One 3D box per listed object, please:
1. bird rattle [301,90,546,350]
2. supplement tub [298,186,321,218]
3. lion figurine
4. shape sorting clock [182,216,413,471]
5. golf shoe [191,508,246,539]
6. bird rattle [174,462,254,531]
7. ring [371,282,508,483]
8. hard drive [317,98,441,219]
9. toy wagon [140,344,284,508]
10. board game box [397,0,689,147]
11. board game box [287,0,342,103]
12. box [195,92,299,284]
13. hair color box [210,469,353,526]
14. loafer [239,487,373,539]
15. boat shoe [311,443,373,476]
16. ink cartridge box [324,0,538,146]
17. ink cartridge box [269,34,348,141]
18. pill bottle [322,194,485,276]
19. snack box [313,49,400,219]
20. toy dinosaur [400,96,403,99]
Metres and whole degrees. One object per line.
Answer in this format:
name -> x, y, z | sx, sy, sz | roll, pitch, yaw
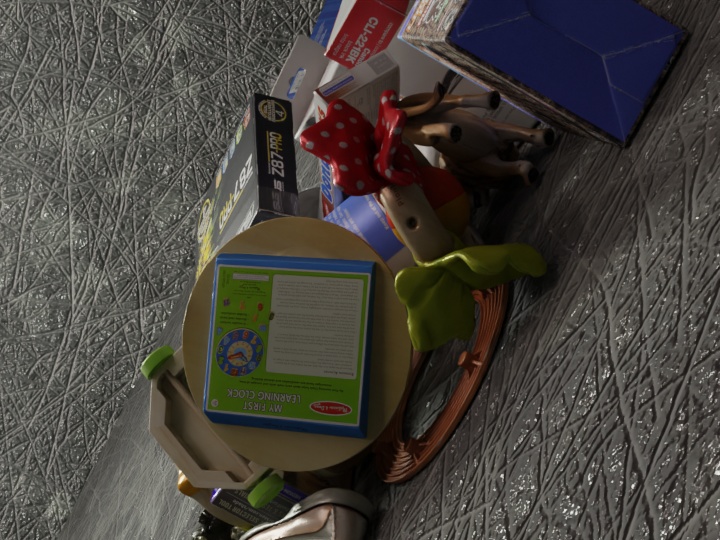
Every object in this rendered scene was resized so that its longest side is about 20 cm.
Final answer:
bird rattle -> 0.039, -0.044, 1.057 | 0.113, 0.200, 0.163 | -40, 1, 12
supplement tub -> -0.061, 0.013, 1.502 | 0.200, 0.144, 0.145 | -43, 22, 57
lion figurine -> 0.079, -0.113, 1.172 | 0.122, 0.200, 0.073 | 11, 75, 42
shape sorting clock -> -0.051, 0.058, 1.107 | 0.201, 0.199, 0.039 | -61, -21, 6
golf shoe -> -0.161, 0.322, 1.461 | 0.201, 0.077, 0.088 | -57, -7, 11
bird rattle -> -0.106, 0.182, 1.317 | 0.112, 0.163, 0.201 | -32, 36, 30
ring -> 0.060, 0.080, 1.146 | 0.201, 0.019, 0.201 | -58, 13, 22
hard drive -> 0.016, -0.059, 1.312 | 0.131, 0.026, 0.202 | -2, 78, 36
toy wagon -> -0.082, 0.089, 1.155 | 0.200, 0.155, 0.040 | -44, -14, 5
board game box -> 0.133, -0.183, 1.082 | 0.097, 0.159, 0.200 | -61, 11, 5
board game box -> 0.006, -0.202, 1.601 | 0.043, 0.199, 0.201 | -4, 50, 34
box -> -0.119, -0.053, 1.419 | 0.200, 0.049, 0.162 | 123, 150, -44
hair color box -> -0.063, 0.153, 1.280 | 0.065, 0.109, 0.200 | -53, 16, 30
loafer -> -0.058, 0.245, 1.169 | 0.200, 0.072, 0.063 | -45, 27, 46
boat shoe -> -0.022, 0.123, 1.254 | 0.063, 0.073, 0.200 | -38, 13, 29
ink cartridge box -> 0.083, -0.218, 1.279 | 0.084, 0.199, 0.145 | -56, 13, 41
ink cartridge box -> 0.011, -0.167, 1.459 | 0.117, 0.199, 0.068 | -67, 13, -22
pill bottle -> 0.000, 0.000, 1.215 | 0.200, 0.112, 0.112 | -39, 16, 8
snack box -> -0.001, -0.105, 1.193 | 0.072, 0.024, 0.200 | -33, -24, -16
toy dinosaur -> 0.038, -0.108, 1.374 | 0.201, 0.135, 0.086 | -66, 13, -15
